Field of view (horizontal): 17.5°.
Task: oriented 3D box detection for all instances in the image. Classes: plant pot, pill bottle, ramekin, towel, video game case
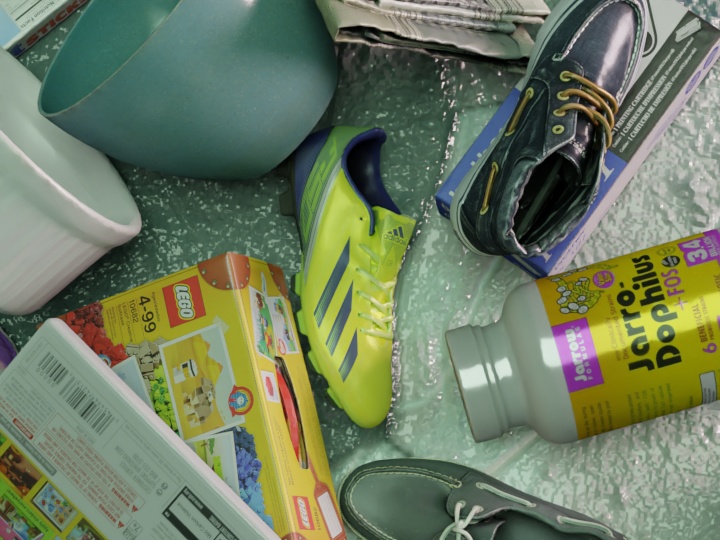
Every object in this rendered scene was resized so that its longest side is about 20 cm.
[{"bbox_3d":[-0.093,-0.137,1.504,0.135,0.200,0.201,40,81,-21],"label":"plant pot"},{"bbox_3d":[0.157,0.047,1.464,0.198,0.104,0.105,-16,75,1],"label":"pill bottle"},{"bbox_3d":[-0.241,-0.066,1.482,0.098,0.200,0.201,-43,76,9],"label":"ramekin"},{"bbox_3d":[0.025,-0.216,1.495,0.035,0.192,0.201,-45,56,35],"label":"towel"},{"bbox_3d":[-0.174,0.162,1.409,0.200,0.023,0.182,43,99,13],"label":"video game case"}]

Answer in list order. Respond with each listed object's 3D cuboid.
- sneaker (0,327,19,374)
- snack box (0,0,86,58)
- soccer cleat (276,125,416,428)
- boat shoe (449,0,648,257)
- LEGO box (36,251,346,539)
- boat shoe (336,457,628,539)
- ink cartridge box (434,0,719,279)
[{"bbox_3d":[-0.249,0.110,1.493,0.080,0.089,0.202,-16,74,2],"label":"sneaker"},{"bbox_3d":[-0.274,-0.162,1.595,0.200,0.024,0.072,-40,77,-5],"label":"snack box"},{"bbox_3d":[0.000,-0.001,1.505,0.083,0.065,0.202,-16,72,19],"label":"soccer cleat"},{"bbox_3d":[0.134,-0.093,1.452,0.071,0.091,0.201,31,85,-20],"label":"boat shoe"},{"bbox_3d":[-0.105,0.111,1.461,0.148,0.077,0.202,-20,75,22],"label":"LEGO box"},{"bbox_3d":[0.079,0.161,1.463,0.198,0.062,0.073,18,78,9],"label":"boat shoe"},{"bbox_3d":[0.144,-0.096,1.531,0.094,0.044,0.201,34,81,14],"label":"ink cartridge box"}]
